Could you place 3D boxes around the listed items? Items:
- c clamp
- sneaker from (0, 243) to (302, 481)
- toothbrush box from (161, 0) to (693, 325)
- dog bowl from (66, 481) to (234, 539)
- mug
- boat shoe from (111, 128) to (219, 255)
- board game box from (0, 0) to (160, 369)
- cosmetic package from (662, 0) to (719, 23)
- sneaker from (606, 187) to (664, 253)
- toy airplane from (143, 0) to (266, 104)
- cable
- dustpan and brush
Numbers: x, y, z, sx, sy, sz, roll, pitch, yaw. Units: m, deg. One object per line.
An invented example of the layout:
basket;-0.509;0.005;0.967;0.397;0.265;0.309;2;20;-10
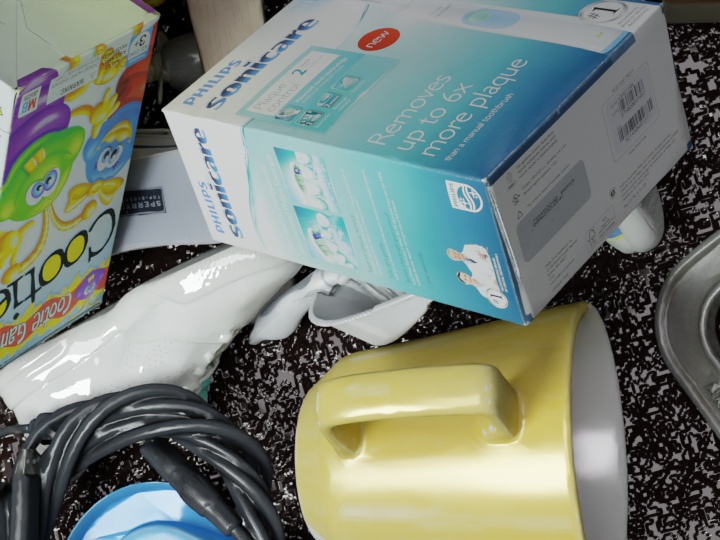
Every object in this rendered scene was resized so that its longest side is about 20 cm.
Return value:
c clamp;0.239;0.030;1.014;0.171;0.027;0.200;-36;73;25
sneaker;-0.101;0.047;1.078;0.200;0.075;0.089;-30;91;21
toothbrush box;0.031;-0.068;0.933;0.200;0.085;0.146;15;47;40
dog bowl;-0.066;0.189;1.067;0.200;0.050;0.112;23;88;11
mug;0.046;0.082;1.005;0.153;0.150;0.187;-5;128;18
boat shoe;-0.122;-0.043;1.092;0.200;0.065;0.074;6;104;30
board game box;-0.187;-0.059;0.998;0.105;0.103;0.200;36;134;19
cosmetic package;0.259;-0.188;1.039;0.200;0.071;0.105;-1;83;9
sneaker;0.074;-0.072;1.069;0.105;0.076;0.200;-41;79;22
toy airplane;-0.096;-0.198;1.077;0.199;0.141;0.200;30;85;-21
cable;-0.117;0.164;1.034;0.163;0.051;0.200;-10;80;4
dustpan and brush;0.000;0.000;1.031;0.057;0.200;0.140;32;49;-6
